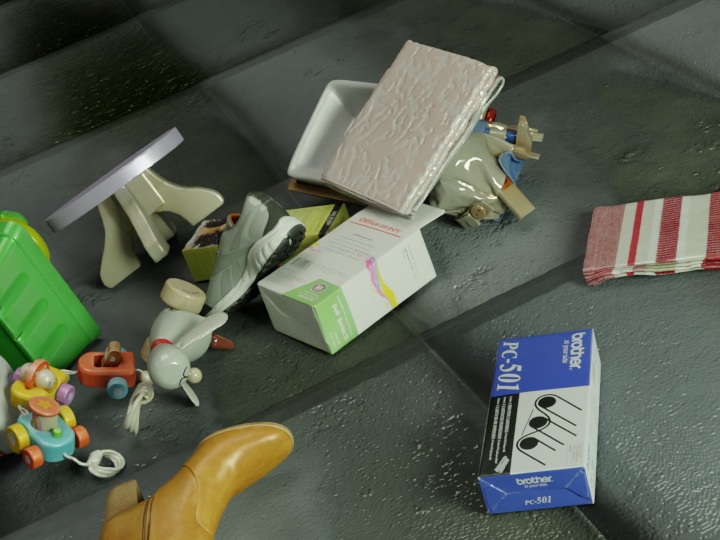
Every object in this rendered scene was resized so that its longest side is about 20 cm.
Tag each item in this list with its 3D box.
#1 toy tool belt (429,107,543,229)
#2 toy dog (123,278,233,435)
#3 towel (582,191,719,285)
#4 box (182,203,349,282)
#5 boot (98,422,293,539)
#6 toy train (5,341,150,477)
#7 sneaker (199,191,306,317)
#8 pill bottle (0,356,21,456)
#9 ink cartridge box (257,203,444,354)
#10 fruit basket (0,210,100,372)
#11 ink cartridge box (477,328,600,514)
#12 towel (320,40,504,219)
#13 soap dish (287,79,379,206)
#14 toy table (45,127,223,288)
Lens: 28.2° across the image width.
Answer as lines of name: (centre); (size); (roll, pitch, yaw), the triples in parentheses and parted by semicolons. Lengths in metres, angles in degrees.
toy tool belt: (0.160, -0.130, 1.685); (0.122, 0.126, 0.201); (17, 39, 7)
toy dog: (-0.180, 0.088, 1.523); (0.095, 0.133, 0.201); (18, 33, -11)
towel: (0.335, -0.038, 1.491); (0.198, 0.023, 0.144); (-7, 29, 20)
box: (-0.112, -0.034, 1.732); (0.198, 0.050, 0.075); (-6, 31, 22)
boot: (-0.143, 0.226, 1.295); (0.200, 0.071, 0.144); (-23, 34, 1)
toy train: (-0.297, 0.132, 1.511); (0.149, 0.056, 0.201); (4, 31, -7)
sneaker: (-0.133, -0.014, 1.607); (0.074, 0.079, 0.200); (-32, -13, -47)
pill bottle: (-0.466, 0.168, 1.540); (0.198, 0.113, 0.113); (-19, 28, 3)
ink cartridge box: (0.000, 0.000, 1.584); (0.199, 0.068, 0.117); (-36, 31, -25)
fruit basket: (-0.406, 0.008, 1.686); (0.154, 0.217, 0.216); (-4, 32, 26)
ink cartridge box: (0.163, 0.130, 1.280); (0.093, 0.045, 0.201); (-9, 30, 16)
towel: (0.056, -0.163, 1.640); (0.201, 0.032, 0.191); (-57, 36, -4)
soap dish: (0.016, -0.150, 1.765); (0.199, 0.081, 0.159); (14, 75, 45)
toy table: (-0.280, -0.076, 1.798); (0.199, 0.118, 0.184); (-33, 12, 15)
